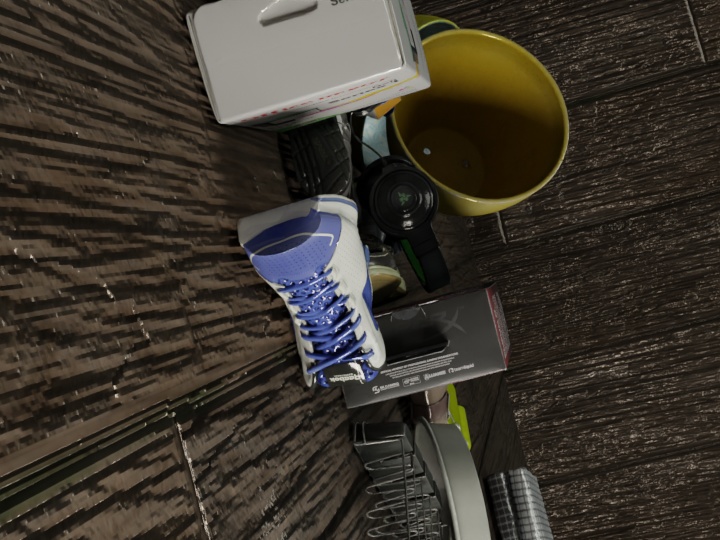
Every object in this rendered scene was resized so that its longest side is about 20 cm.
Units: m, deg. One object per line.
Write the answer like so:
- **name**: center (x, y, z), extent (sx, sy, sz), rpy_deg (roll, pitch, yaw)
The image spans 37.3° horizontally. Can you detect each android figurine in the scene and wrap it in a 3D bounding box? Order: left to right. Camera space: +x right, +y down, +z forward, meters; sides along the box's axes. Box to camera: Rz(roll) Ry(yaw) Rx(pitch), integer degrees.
- **android figurine**: center (0.110, 0.184, 1.421), extent (0.183, 0.041, 0.202), rpy_deg (65, 13, -48)

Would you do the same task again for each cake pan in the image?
- **cake pan**: center (0.094, 0.247, 1.089), extent (0.200, 0.036, 0.203), rpy_deg (170, -90, -83)

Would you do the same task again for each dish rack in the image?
- **dish rack**: center (0.042, 0.243, 0.922), extent (0.154, 0.054, 0.202), rpy_deg (63, 18, -45)

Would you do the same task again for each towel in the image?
- **towel**: center (0.284, 0.441, 1.907), extent (0.200, 0.084, 0.168), rpy_deg (42, 34, -70)

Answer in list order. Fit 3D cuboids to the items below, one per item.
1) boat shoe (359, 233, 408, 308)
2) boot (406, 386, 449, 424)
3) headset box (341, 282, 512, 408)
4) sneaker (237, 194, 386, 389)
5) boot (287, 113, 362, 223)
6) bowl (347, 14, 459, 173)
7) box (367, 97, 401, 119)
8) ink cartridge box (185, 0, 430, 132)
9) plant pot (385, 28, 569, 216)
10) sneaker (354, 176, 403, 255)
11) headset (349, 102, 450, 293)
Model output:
- **boat shoe**: center (0.001, 0.000, 1.006), extent (0.201, 0.071, 0.067), rpy_deg (24, 42, -79)
- **boot**: center (0.080, 0.117, 1.296), extent (0.200, 0.069, 0.149), rpy_deg (14, 69, -78)
- **headset box**: center (0.060, 0.066, 0.992), extent (0.200, 0.147, 0.076), rpy_deg (-5, 80, -81)
- **sneaker**: center (-0.021, 0.024, 0.795), extent (0.199, 0.079, 0.117), rpy_deg (51, 24, -71)
- **boot**: center (-0.043, -0.144, 1.004), extent (0.132, 0.069, 0.203), rpy_deg (59, 25, -79)
- **bowl**: center (0.026, -0.214, 1.248), extent (0.107, 0.201, 0.201), rpy_deg (32, -13, 29)
- **box**: center (-0.031, -0.232, 1.041), extent (0.118, 0.041, 0.202), rpy_deg (28, -32, 45)
- **ink cartridge box**: center (-0.031, -0.167, 0.824), extent (0.200, 0.143, 0.085), rpy_deg (-33, 107, -80)
- **plant pot**: center (0.110, -0.139, 1.174), extent (0.142, 0.197, 0.203), rpy_deg (123, -42, -66)
- **sneaker**: center (0.026, -0.052, 1.230), extent (0.200, 0.073, 0.082), rpy_deg (20, 63, -69)
- **headset**: center (0.047, -0.078, 1.028), extent (0.202, 0.093, 0.124), rpy_deg (64, -2, -17)
